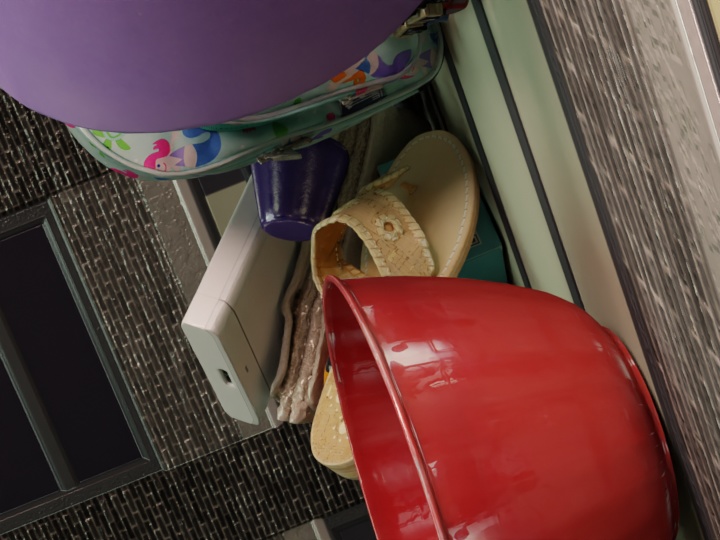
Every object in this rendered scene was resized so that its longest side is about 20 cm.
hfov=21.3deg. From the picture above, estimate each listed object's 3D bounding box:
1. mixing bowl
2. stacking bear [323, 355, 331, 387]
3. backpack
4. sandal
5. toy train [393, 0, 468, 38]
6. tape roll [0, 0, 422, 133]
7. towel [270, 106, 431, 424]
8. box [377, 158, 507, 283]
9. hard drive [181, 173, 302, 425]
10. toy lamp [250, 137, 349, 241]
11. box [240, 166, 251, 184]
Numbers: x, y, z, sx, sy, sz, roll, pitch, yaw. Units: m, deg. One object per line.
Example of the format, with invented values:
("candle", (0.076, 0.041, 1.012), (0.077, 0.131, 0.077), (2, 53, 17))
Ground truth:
("mixing bowl", (0.064, 0.084, 0.793), (0.200, 0.108, 0.201), (164, 90, -81))
("stacking bear", (0.044, 0.089, 1.063), (0.200, 0.113, 0.122), (47, 122, 53))
("backpack", (-0.071, -0.137, 0.963), (0.151, 0.199, 0.179), (-151, 40, -82))
("sandal", (0.004, -0.001, 1.012), (0.070, 0.077, 0.213), (37, -123, -39))
("toy train", (0.024, -0.121, 0.808), (0.200, 0.045, 0.034), (-156, 56, -84))
("tape roll", (-0.067, -0.152, 0.699), (0.085, 0.199, 0.201), (71, 177, -51))
("towel", (-0.005, -0.005, 1.167), (0.132, 0.034, 0.201), (8, -83, -74))
("box", (0.059, 0.009, 1.174), (0.200, 0.049, 0.083), (72, 176, -61))
("hard drive", (-0.042, -0.024, 1.134), (0.132, 0.027, 0.201), (72, -142, -61))
("toy lamp", (-0.028, -0.115, 1.067), (0.058, 0.058, 0.201), (73, -158, -70))
("box", (-0.044, -0.120, 1.287), (0.200, 0.106, 0.149), (71, 177, -51))
